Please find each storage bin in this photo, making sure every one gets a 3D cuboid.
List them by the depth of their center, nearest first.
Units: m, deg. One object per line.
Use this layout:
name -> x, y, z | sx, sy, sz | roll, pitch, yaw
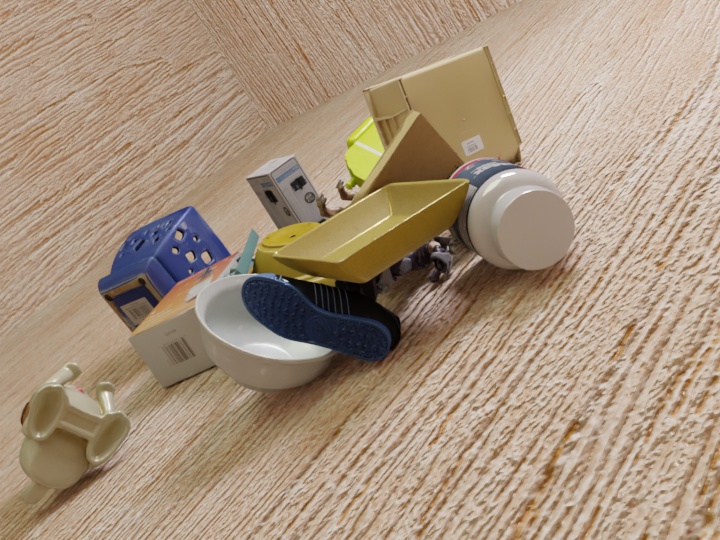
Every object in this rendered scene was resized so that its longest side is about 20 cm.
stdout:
storage bin -> 0.137, -0.229, 1.412 | 0.199, 0.200, 0.093 | -27, 10, -32

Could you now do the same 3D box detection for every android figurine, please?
android figurine -> 0.056, -0.199, 1.509 | 0.181, 0.041, 0.200 | 28, 68, 29

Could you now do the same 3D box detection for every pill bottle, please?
pill bottle -> 0.177, -0.066, 1.068 | 0.119, 0.120, 0.200 | -33, 16, -1

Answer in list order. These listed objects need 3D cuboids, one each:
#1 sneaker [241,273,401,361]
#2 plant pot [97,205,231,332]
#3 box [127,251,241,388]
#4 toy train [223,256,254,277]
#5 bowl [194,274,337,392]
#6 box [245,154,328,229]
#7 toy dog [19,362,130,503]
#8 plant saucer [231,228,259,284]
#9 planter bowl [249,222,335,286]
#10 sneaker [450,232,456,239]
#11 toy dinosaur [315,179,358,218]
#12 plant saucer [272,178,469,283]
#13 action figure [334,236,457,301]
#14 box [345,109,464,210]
sneaker -> -0.045, 0.051, 1.093 | 0.078, 0.199, 0.071 | -42, -28, -67
plant pot -> -0.365, 0.026, 1.701 | 0.199, 0.200, 0.180 | -19, 27, 37
box -> -0.265, 0.080, 1.501 | 0.152, 0.107, 0.200 | -25, 18, 24
toy train -> -0.181, 0.054, 1.403 | 0.085, 0.114, 0.200 | -24, 18, 24
bowl -> -0.119, 0.092, 1.144 | 0.199, 0.091, 0.201 | 12, 27, -6
box -> -0.104, -0.094, 1.537 | 0.060, 0.201, 0.116 | -38, 18, -21
toy dog -> -0.439, 0.240, 1.337 | 0.200, 0.139, 0.195 | 19, 90, 68
plant saucer -> -0.172, 0.000, 1.298 | 0.200, 0.019, 0.070 | -88, 19, -71
planter bowl -> -0.089, -0.017, 1.301 | 0.199, 0.084, 0.201 | -13, 19, 4
sneaker -> 0.172, -0.094, 1.281 | 0.082, 0.071, 0.200 | -4, 21, 13
toy dinosaur -> 0.001, -0.077, 1.442 | 0.199, 0.135, 0.086 | -33, 51, 26
plant saucer -> 0.016, -0.043, 1.086 | 0.199, 0.049, 0.200 | -33, 17, -22
action figure -> 0.050, -0.004, 1.198 | 0.130, 0.070, 0.200 | -16, 7, 42
box -> 0.057, -0.106, 1.263 | 0.021, 0.163, 0.201 | 34, 90, 35
